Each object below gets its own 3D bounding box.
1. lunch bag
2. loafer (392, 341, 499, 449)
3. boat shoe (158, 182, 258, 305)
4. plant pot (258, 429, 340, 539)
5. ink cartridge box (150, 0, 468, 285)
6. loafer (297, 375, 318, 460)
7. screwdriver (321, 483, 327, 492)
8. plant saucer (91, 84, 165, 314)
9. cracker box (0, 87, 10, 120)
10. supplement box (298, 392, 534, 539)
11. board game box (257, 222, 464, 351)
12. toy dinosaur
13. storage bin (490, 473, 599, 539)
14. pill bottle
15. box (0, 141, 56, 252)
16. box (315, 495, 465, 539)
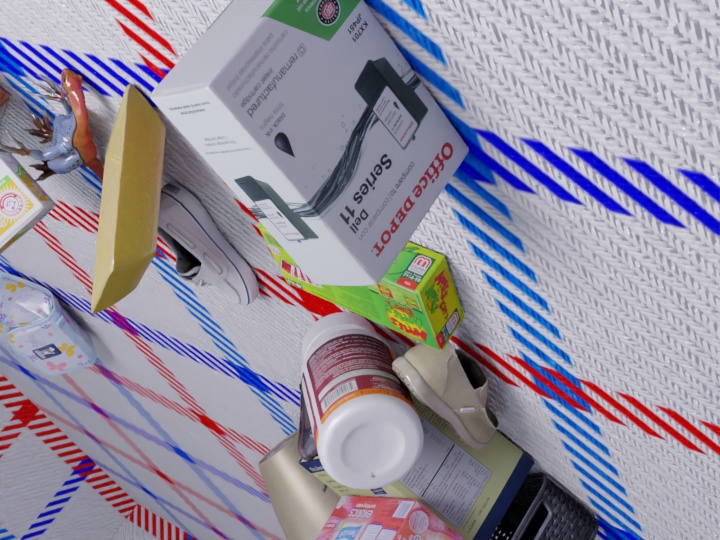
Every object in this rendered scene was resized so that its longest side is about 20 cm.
[{"bbox_3d":[-0.614,0.110,2.111,0.199,0.128,0.170,15,152,29],"label":"lunch bag"},{"bbox_3d":[0.106,0.128,1.169,0.076,0.068,0.200,51,-174,36],"label":"loafer"},{"bbox_3d":[-0.194,-0.016,1.326,0.073,0.066,0.200,12,147,44],"label":"boat shoe"},{"bbox_3d":[-0.065,0.354,1.746,0.201,0.187,0.187,52,156,-2],"label":"plant pot"},{"bbox_3d":[-0.029,-0.106,0.810,0.083,0.147,0.200,4,142,51],"label":"ink cartridge box"},{"bbox_3d":[-0.050,0.156,1.325,0.072,0.063,0.200,37,-165,-13],"label":"loafer"},{"bbox_3d":[-0.032,0.249,1.489,0.028,0.200,0.029,27,116,0],"label":"screwdriver"},{"bbox_3d":[-0.247,-0.068,1.189,0.048,0.202,0.200,7,163,-17],"label":"plant saucer"},{"bbox_3d":[-0.531,-0.222,1.427,0.134,0.058,0.200,42,158,-12],"label":"cracker box"},{"bbox_3d":[0.062,0.233,1.346,0.199,0.135,0.200,39,157,-7],"label":"supplement box"},{"bbox_3d":[0.000,0.000,1.100,0.199,0.048,0.102,23,154,31],"label":"board game box"},{"bbox_3d":[-0.325,-0.166,1.264,0.199,0.106,0.181,11,167,-40],"label":"toy dinosaur"},{"bbox_3d":[0.184,0.335,1.364,0.094,0.136,0.200,40,157,-10],"label":"storage bin"},{"bbox_3d":[-0.005,0.131,1.181,0.110,0.109,0.200,48,-170,-27],"label":"pill bottle"},{"bbox_3d":[-0.462,-0.116,1.288,0.200,0.101,0.112,49,177,-8],"label":"box"},{"bbox_3d":[0.027,0.329,1.274,0.095,0.103,0.200,41,155,-14],"label":"box"}]
